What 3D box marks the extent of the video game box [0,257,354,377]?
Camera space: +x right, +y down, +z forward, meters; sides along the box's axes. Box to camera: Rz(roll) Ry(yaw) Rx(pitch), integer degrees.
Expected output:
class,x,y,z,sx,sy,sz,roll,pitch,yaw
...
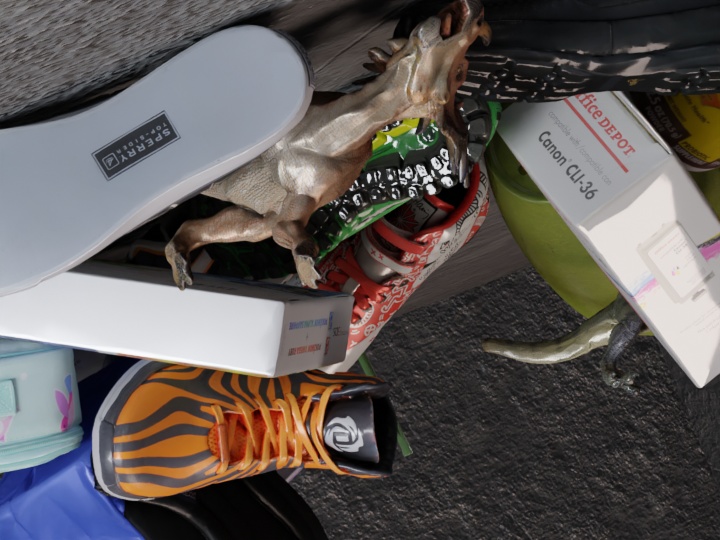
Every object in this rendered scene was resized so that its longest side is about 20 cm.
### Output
class,x,y,z,sx,sy,sz,roll,pitch,yaw
video game box,-0.119,0.020,1.208,0.200,0.047,0.182,8,-176,11

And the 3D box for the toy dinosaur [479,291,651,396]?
class,x,y,z,sx,sy,sz,roll,pitch,yaw
toy dinosaur,0.173,0.031,1.348,0.200,0.088,0.047,-28,135,12

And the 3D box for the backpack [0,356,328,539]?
class,x,y,z,sx,sy,sz,roll,pitch,yaw
backpack,-0.118,0.167,1.335,0.168,0.200,0.163,-29,-161,35

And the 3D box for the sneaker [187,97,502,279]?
class,x,y,z,sx,sy,sz,roll,pitch,yaw
sneaker,-0.007,-0.054,1.252,0.200,0.078,0.085,-20,-174,24

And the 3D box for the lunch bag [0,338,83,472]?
class,x,y,z,sx,sy,sz,roll,pitch,yaw
lunch bag,-0.259,0.078,1.238,0.200,0.077,0.160,-9,-172,-21

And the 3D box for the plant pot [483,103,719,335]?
class,x,y,z,sx,sy,sz,roll,pitch,yaw
plant pot,0.156,-0.065,1.415,0.187,0.187,0.200,-24,161,20

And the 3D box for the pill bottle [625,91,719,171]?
class,x,y,z,sx,sy,sz,roll,pitch,yaw
pill bottle,0.246,-0.138,1.272,0.200,0.109,0.109,-27,174,41

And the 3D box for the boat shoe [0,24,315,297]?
class,x,y,z,sx,sy,sz,roll,pitch,yaw
boat shoe,-0.111,-0.043,0.952,0.200,0.070,0.066,-30,174,0

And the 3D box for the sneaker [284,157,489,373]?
class,x,y,z,sx,sy,sz,roll,pitch,yaw
sneaker,0.000,-0.001,1.354,0.201,0.067,0.108,-43,169,-12

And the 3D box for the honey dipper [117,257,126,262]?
class,x,y,z,sx,sy,sz,roll,pitch,yaw
honey dipper,-0.125,-0.011,1.450,0.200,0.038,0.038,-23,176,24

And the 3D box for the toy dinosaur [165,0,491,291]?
class,x,y,z,sx,sy,sz,roll,pitch,yaw
toy dinosaur,-0.022,-0.055,1.044,0.135,0.086,0.200,-32,-166,-33

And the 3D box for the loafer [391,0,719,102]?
class,x,y,z,sx,sy,sz,roll,pitch,yaw
loafer,0.110,-0.121,1.083,0.200,0.070,0.068,-3,168,-14

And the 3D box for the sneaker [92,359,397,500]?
class,x,y,z,sx,sy,sz,roll,pitch,yaw
sneaker,-0.050,0.082,1.222,0.112,0.078,0.200,4,-169,34

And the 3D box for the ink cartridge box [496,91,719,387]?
class,x,y,z,sx,sy,sz,roll,pitch,yaw
ink cartridge box,0.145,-0.039,1.243,0.067,0.117,0.200,-38,130,3

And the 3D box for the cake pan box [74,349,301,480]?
class,x,y,z,sx,sy,sz,roll,pitch,yaw
cake pan box,-0.132,0.096,1.510,0.052,0.184,0.200,-42,177,33

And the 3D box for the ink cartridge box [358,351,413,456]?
class,x,y,z,sx,sy,sz,roll,pitch,yaw
ink cartridge box,-0.021,0.060,1.750,0.048,0.200,0.146,-22,175,-3

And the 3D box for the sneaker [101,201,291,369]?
class,x,y,z,sx,sy,sz,roll,pitch,yaw
sneaker,-0.110,0.007,1.391,0.200,0.079,0.078,-38,-174,40
